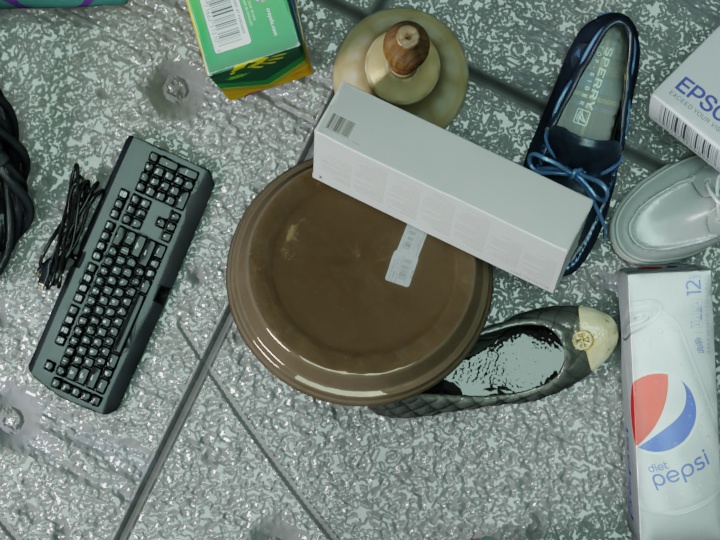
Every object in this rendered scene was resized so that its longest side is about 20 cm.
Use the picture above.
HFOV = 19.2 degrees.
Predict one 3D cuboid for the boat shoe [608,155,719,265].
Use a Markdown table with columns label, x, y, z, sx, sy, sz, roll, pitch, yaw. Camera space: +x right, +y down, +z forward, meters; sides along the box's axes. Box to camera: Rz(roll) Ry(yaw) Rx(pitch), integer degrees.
| label | x | y | z | sx | sy | sz | roll | pitch | yaw |
| --- | --- | --- | --- | --- | --- | --- | --- | --- | --- |
| boat shoe | 0.280 | -0.058 | 1.571 | 0.198 | 0.069 | 0.073 | -17 | 88 | -1 |

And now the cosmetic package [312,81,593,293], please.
| label | x | y | z | sx | sy | sz | roll | pitch | yaw |
| --- | --- | --- | --- | --- | --- | --- | --- | --- | --- |
| cosmetic package | 0.064 | -0.060 | 1.525 | 0.199 | 0.083 | 0.051 | 26 | 68 | 7 |

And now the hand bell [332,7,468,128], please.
| label | x | y | z | sx | sy | sz | roll | pitch | yaw |
| --- | --- | --- | --- | --- | --- | --- | --- | --- | --- |
| hand bell | 0.032 | -0.149 | 1.508 | 0.103 | 0.200 | 0.105 | 0 | 88 | -1 |

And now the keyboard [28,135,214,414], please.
| label | x | y | z | sx | sy | sz | roll | pitch | yaw |
| --- | --- | --- | --- | --- | --- | --- | --- | --- | --- |
| keyboard | -0.192 | -0.001 | 1.583 | 0.103 | 0.040 | 0.201 | 23 | 87 | 0 |

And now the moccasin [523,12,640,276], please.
| label | x | y | z | sx | sy | sz | roll | pitch | yaw |
| --- | --- | --- | --- | --- | --- | --- | --- | --- | --- |
| moccasin | 0.157 | -0.096 | 1.572 | 0.080 | 0.068 | 0.202 | 10 | 90 | 0 |

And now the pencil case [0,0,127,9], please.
| label | x | y | z | sx | sy | sz | roll | pitch | yaw |
| --- | --- | --- | --- | --- | --- | --- | --- | --- | --- |
| pencil case | -0.266 | -0.238 | 1.567 | 0.198 | 0.085 | 0.093 | -3 | 104 | -1 |

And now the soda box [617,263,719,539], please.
| label | x | y | z | sx | sy | sz | roll | pitch | yaw |
| --- | --- | --- | --- | --- | --- | --- | --- | --- | --- |
| soda box | 0.227 | 0.098 | 1.560 | 0.063 | 0.068 | 0.202 | -3 | 93 | 0 |

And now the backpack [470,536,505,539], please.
| label | x | y | z | sx | sy | sz | roll | pitch | yaw |
| --- | --- | --- | --- | --- | --- | --- | --- | --- | --- |
| backpack | 0.097 | 0.293 | 1.521 | 0.125 | 0.167 | 0.202 | 8 | 82 | 5 |

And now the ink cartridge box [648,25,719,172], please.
| label | x | y | z | sx | sy | sz | roll | pitch | yaw |
| --- | --- | --- | --- | --- | --- | --- | --- | --- | --- |
| ink cartridge box | 0.346 | -0.127 | 1.538 | 0.196 | 0.043 | 0.200 | 40 | 76 | 20 |

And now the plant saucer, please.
| label | x | y | z | sx | sy | sz | roll | pitch | yaw |
| --- | --- | --- | --- | --- | --- | --- | --- | --- | --- |
| plant saucer | 0.000 | 0.000 | 1.558 | 0.198 | 0.030 | 0.202 | 1 | 69 | -2 |

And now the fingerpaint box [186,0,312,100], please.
| label | x | y | z | sx | sy | sz | roll | pitch | yaw |
| --- | --- | --- | --- | --- | --- | --- | --- | --- | --- |
| fingerpaint box | -0.096 | -0.235 | 1.526 | 0.073 | 0.167 | 0.202 | -17 | 88 | 1 |

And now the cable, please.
| label | x | y | z | sx | sy | sz | roll | pitch | yaw |
| --- | --- | --- | --- | --- | --- | --- | --- | --- | --- |
| cable | -0.302 | -0.069 | 1.524 | 0.051 | 0.163 | 0.202 | 14 | 112 | 43 |

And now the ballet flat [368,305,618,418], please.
| label | x | y | z | sx | sy | sz | roll | pitch | yaw |
| --- | --- | --- | --- | --- | --- | --- | --- | --- | --- |
| ballet flat | 0.096 | 0.072 | 1.572 | 0.198 | 0.057 | 0.067 | -15 | 89 | -1 |
